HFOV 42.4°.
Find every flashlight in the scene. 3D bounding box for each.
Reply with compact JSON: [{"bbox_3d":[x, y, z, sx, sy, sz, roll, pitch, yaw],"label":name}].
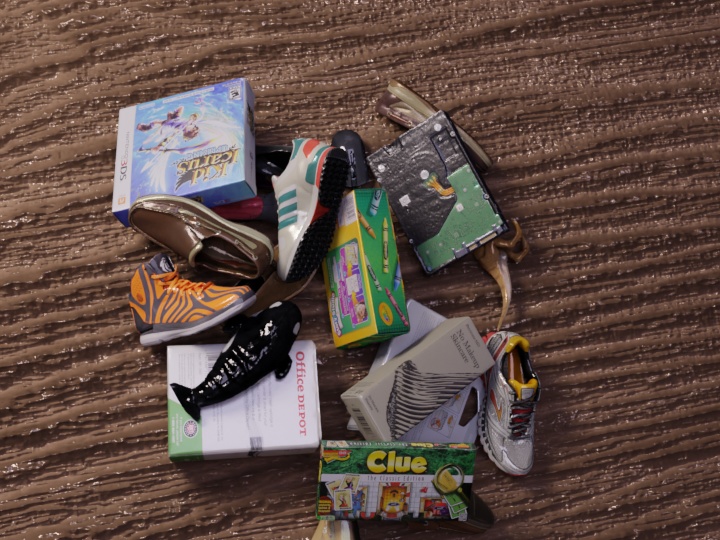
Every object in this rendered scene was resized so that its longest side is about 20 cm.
[{"bbox_3d":[-0.165,-0.091,1.323,0.198,0.068,0.068,0,37,-7],"label":"flashlight"}]

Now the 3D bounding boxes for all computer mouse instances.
[{"bbox_3d":[-0.009,-0.119,1.382,0.058,0.034,0.202,-8,76,-11],"label":"computer mouse"}]

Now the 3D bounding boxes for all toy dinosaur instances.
[{"bbox_3d":[0.201,-0.017,1.380,0.106,0.060,0.201,-31,71,5],"label":"toy dinosaur"}]

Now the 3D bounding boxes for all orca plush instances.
[{"bbox_3d":[-0.153,0.101,1.190,0.199,0.071,0.106,-27,73,-18],"label":"orca plush"}]

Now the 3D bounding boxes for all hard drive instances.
[{"bbox_3d":[0.113,-0.113,1.360,0.139,0.038,0.201,-31,80,18],"label":"hard drive"}]

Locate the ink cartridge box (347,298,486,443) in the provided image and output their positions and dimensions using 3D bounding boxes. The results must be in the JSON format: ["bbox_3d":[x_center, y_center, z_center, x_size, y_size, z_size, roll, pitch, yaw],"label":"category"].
[{"bbox_3d":[0.096,0.167,1.310,0.173,0.043,0.201,30,71,-17],"label":"ink cartridge box"}]

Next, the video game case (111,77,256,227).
[{"bbox_3d":[-0.245,-0.166,1.298,0.198,0.046,0.183,-12,60,12],"label":"video game case"}]

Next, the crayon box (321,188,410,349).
[{"bbox_3d":[0.000,0.000,1.290,0.058,0.119,0.202,-4,79,-31],"label":"crayon box"}]

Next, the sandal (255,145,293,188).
[{"bbox_3d":[-0.152,-0.147,1.351,0.198,0.075,0.048,6,66,3],"label":"sandal"}]

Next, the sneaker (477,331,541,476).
[{"bbox_3d":[0.208,0.184,1.288,0.077,0.082,0.202,-5,84,-25],"label":"sneaker"}]

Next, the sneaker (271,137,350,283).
[{"bbox_3d":[-0.084,-0.086,1.273,0.093,0.070,0.201,29,110,34],"label":"sneaker"}]

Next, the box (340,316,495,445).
[{"bbox_3d":[0.078,0.147,1.245,0.199,0.068,0.083,-34,97,-24],"label":"box"}]

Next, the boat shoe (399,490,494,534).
[{"bbox_3d":[0.084,0.314,1.257,0.199,0.072,0.068,27,113,-13],"label":"boat shoe"}]

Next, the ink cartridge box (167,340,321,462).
[{"bbox_3d":[-0.157,0.176,1.247,0.198,0.084,0.148,-1,72,-9],"label":"ink cartridge box"}]

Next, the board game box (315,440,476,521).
[{"bbox_3d":[0.045,0.269,1.184,0.198,0.023,0.106,2,104,-9],"label":"board game box"}]

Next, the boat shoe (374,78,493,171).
[{"bbox_3d":[0.110,-0.206,1.416,0.199,0.072,0.072,37,102,-5],"label":"boat shoe"}]

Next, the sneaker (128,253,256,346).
[{"bbox_3d":[-0.236,0.027,1.229,0.199,0.077,0.113,-17,96,26],"label":"sneaker"}]

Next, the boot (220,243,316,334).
[{"bbox_3d":[-0.119,0.006,1.309,0.074,0.076,0.200,41,69,10],"label":"boot"}]

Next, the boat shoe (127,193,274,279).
[{"bbox_3d":[-0.213,-0.042,1.222,0.200,0.075,0.075,16,31,-3],"label":"boat shoe"}]

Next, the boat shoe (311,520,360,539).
[{"bbox_3d":[-0.039,0.363,1.223,0.075,0.072,0.202,-11,74,5],"label":"boat shoe"}]
